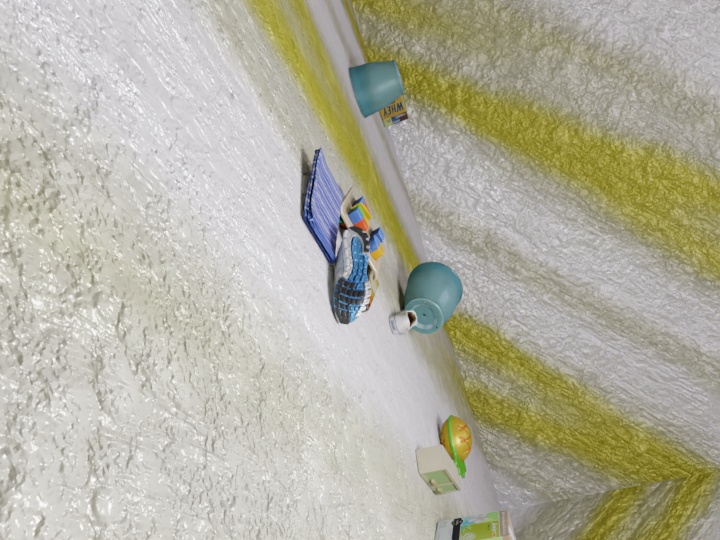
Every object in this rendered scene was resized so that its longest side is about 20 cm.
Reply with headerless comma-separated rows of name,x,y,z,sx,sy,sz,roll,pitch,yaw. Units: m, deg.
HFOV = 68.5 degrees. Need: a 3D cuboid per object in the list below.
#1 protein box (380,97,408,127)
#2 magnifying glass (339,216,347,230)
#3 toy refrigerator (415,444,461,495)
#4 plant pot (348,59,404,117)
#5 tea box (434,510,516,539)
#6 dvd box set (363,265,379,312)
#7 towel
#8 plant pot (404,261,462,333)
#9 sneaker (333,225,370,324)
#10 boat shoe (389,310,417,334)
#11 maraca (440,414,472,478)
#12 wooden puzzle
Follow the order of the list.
protein box,0.154,-0.902,2.769,0.201,0.132,0.202,-91,160,-50
magnifying glass,-0.052,-0.126,1.224,0.200,0.022,0.081,42,35,-64
toy refrigerator,0.214,0.547,1.434,0.201,0.074,0.071,60,18,-48
plant pot,0.072,-0.740,2.108,0.200,0.184,0.204,-16,90,-76
tea box,0.305,0.741,1.322,0.133,0.193,0.204,-8,82,-77
dvd box set,0.000,0.000,1.265,0.200,0.029,0.149,-58,131,-72
towel,-0.070,-0.133,1.083,0.146,0.023,0.203,61,26,-47
plant pot,0.231,0.106,1.783,0.203,0.196,0.189,68,29,-22
sneaker,-0.023,0.018,1.072,0.087,0.073,0.204,133,-32,-59
boat shoe,0.140,0.152,1.594,0.200,0.068,0.072,16,58,-75
maraca,0.328,0.594,1.795,0.137,0.105,0.204,43,36,-47
wooden puzzle,0.016,-0.099,1.292,0.203,0.046,0.186,64,15,-15
